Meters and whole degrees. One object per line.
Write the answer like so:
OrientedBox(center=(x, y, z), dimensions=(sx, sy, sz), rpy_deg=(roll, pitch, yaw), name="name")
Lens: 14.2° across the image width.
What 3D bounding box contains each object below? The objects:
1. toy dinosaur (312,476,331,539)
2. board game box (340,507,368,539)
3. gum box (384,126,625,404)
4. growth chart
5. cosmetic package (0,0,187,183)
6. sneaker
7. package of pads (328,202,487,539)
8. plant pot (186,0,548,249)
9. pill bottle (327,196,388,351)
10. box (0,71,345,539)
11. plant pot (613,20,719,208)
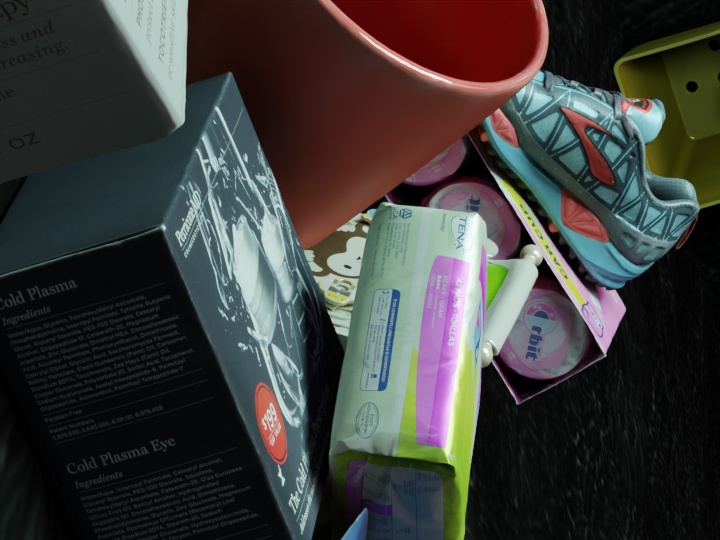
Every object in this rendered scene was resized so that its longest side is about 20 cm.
OrientedBox(center=(-0.011, 0.141, 1.635), dimensions=(0.200, 0.076, 0.103), rpy_deg=(-48, 138, -65), name="toy dinosaur")
OrientedBox(center=(-0.053, 0.194, 1.367), dimensions=(0.200, 0.039, 0.159), rpy_deg=(-50, 160, -63), name="board game box")
OrientedBox(center=(0.077, -0.031, 1.741), dimensions=(0.201, 0.066, 0.114), rpy_deg=(58, 16, -4), name="gum box")
OrientedBox(center=(0.000, 0.000, 1.627), dimensions=(0.145, 0.199, 0.018), rpy_deg=(-74, 176, -57), name="growth chart")
OrientedBox(center=(-0.180, -0.155, 1.141), dimensions=(0.167, 0.166, 0.200), rpy_deg=(-90, 158, -43), name="cosmetic package")
OrientedBox(center=(0.130, -0.086, 1.701), dimensions=(0.200, 0.095, 0.079), rpy_deg=(50, 16, -28), name="sneaker")
OrientedBox(center=(0.026, 0.085, 1.487), dimensions=(0.200, 0.068, 0.155), rpy_deg=(89, 9, -57), name="package of pads")
OrientedBox(center=(-0.024, -0.117, 1.580), dimensions=(0.200, 0.177, 0.201), rpy_deg=(27, 37, -22), name="plant pot")
OrientedBox(center=(-0.007, 0.030, 1.711), dimensions=(0.200, 0.111, 0.113), rpy_deg=(-64, 136, -70), name="pill bottle")
OrientedBox(center=(-0.091, 0.031, 1.407), dimensions=(0.200, 0.104, 0.183), rpy_deg=(-76, 146, -64), name="box")
OrientedBox(center=(0.429, -0.205, 3.424), dimensions=(0.176, 0.199, 0.201), rpy_deg=(-63, 135, -69), name="plant pot")
